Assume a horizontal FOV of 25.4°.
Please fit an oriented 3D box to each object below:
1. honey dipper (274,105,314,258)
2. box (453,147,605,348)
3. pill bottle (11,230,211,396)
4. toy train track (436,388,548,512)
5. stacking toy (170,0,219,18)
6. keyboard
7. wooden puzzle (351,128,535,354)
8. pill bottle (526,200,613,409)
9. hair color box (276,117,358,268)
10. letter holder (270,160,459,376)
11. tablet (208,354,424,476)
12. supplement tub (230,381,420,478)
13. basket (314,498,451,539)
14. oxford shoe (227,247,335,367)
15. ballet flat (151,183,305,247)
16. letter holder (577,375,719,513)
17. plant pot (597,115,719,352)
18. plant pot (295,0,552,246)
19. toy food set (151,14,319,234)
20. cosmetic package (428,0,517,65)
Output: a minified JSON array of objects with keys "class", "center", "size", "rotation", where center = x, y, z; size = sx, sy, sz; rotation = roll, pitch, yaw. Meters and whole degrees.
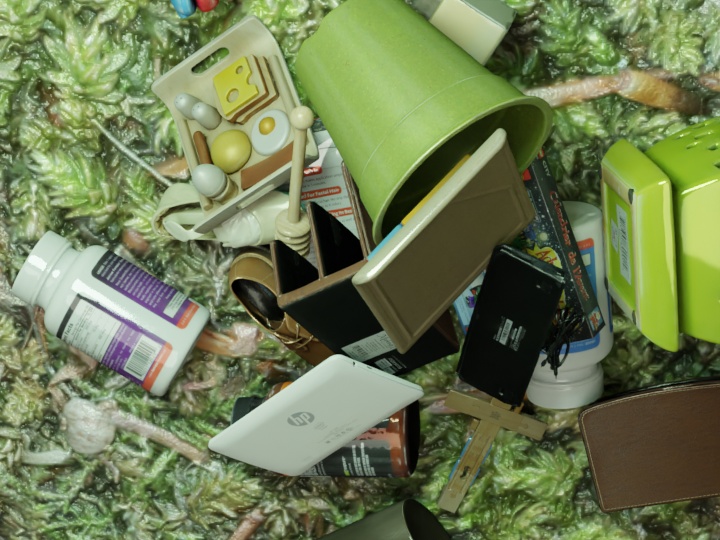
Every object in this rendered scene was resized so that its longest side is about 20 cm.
[{"class":"honey dipper","center":[-0.062,-0.085,1.539],"size":[0.038,0.038,0.200],"rotation":[12,139,5]},{"class":"box","center":[0.144,-0.017,1.574],"size":[0.137,0.038,0.200],"rotation":[-15,101,34]},{"class":"pill bottle","center":[-0.274,0.042,1.743],"size":[0.200,0.111,0.111],"rotation":[31,113,-2]},{"class":"toy train track","center":[0.133,0.184,1.771],"size":[0.115,0.033,0.200],"rotation":[21,119,-6]},{"class":"stacking toy","center":[-0.100,-0.327,1.588],"size":[0.200,0.116,0.110],"rotation":[-13,109,0]},{"class":"keyboard","center":[0.160,0.055,1.538],"size":[0.104,0.040,0.200],"rotation":[29,140,14]},{"class":"wooden puzzle","center":[0.075,-0.026,1.432],"size":[0.185,0.200,0.037],"rotation":[-45,67,-7]},{"class":"pill bottle","center":[0.204,0.037,1.655],"size":[0.112,0.112,0.200],"rotation":[-3,109,11]},{"class":"hair color box","center":[-0.039,-0.058,1.689],"size":[0.111,0.064,0.200],"rotation":[-9,111,14]},{"class":"letter holder","center":[0.000,0.000,1.577],"size":[0.101,0.142,0.200],"rotation":[-23,146,17]},{"class":"tablet","center":[-0.046,0.152,1.632],"size":[0.130,0.014,0.200],"rotation":[24,132,-39]},{"class":"supplement tub","center":[-0.039,0.174,1.754],"size":[0.200,0.107,0.107],"rotation":[0,111,10]},{"class":"basket","center":[0.006,0.358,1.807],"size":[0.200,0.136,0.180],"rotation":[-35,96,17]},{"class":"oxford shoe","center":[-0.063,0.063,1.672],"size":[0.200,0.071,0.071],"rotation":[38,113,-9]},{"class":"ballet flat","center":[-0.144,-0.051,1.664],"size":[0.200,0.069,0.070],"rotation":[5,115,42]},{"class":"letter holder","center":[0.336,0.156,1.671],"size":[0.200,0.101,0.142],"rotation":[-11,119,14]},{"class":"plant pot","center":[0.336,-0.034,1.536],"size":[0.181,0.199,0.200],"rotation":[-7,108,-3]},{"class":"plant pot","center":[0.041,-0.152,1.469],"size":[0.200,0.200,0.190],"rotation":[-46,67,22]},{"class":"toy food set","center":[-0.134,-0.150,1.620],"size":[0.143,0.200,0.060],"rotation":[-32,147,19]},{"class":"cosmetic package","center":[0.070,-0.188,1.598],"size":[0.071,0.105,0.200],"rotation":[33,111,-2]}]
